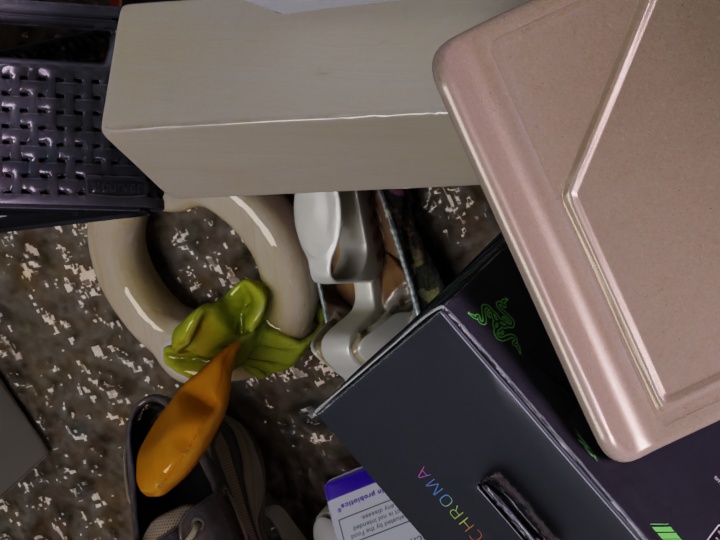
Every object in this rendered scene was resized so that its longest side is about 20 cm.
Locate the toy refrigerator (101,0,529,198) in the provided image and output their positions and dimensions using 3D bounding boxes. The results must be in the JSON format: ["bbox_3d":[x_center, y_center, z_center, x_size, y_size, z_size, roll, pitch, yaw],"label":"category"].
[{"bbox_3d":[-0.004,-0.080,1.267,0.199,0.070,0.076,-3,157,23],"label":"toy refrigerator"}]

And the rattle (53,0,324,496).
[{"bbox_3d":[-0.114,-0.016,1.392,0.130,0.143,0.201,4,124,50],"label":"rattle"}]

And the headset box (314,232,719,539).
[{"bbox_3d":[0.099,0.066,1.260,0.174,0.200,0.093,50,128,1],"label":"headset box"}]

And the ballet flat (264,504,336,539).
[{"bbox_3d":[-0.023,0.149,1.466,0.199,0.068,0.068,-9,103,32],"label":"ballet flat"}]

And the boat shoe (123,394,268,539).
[{"bbox_3d":[-0.081,0.143,1.420,0.074,0.200,0.073,-38,134,18],"label":"boat shoe"}]

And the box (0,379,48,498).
[{"bbox_3d":[-0.272,0.122,1.584,0.200,0.095,0.078,-29,98,39],"label":"box"}]

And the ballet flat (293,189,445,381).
[{"bbox_3d":[0.000,0.000,1.368,0.069,0.071,0.201,-4,112,31],"label":"ballet flat"}]

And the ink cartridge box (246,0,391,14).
[{"bbox_3d":[0.006,-0.213,1.188,0.145,0.083,0.201,-4,79,32],"label":"ink cartridge box"}]

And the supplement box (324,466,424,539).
[{"bbox_3d":[0.069,0.180,1.332,0.103,0.101,0.201,-23,68,19],"label":"supplement box"}]

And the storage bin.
[{"bbox_3d":[-0.191,-0.068,1.363,0.200,0.135,0.094,-3,87,54],"label":"storage bin"}]

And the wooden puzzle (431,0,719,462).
[{"bbox_3d":[0.151,-0.045,1.179,0.199,0.037,0.186,-25,96,-3],"label":"wooden puzzle"}]
